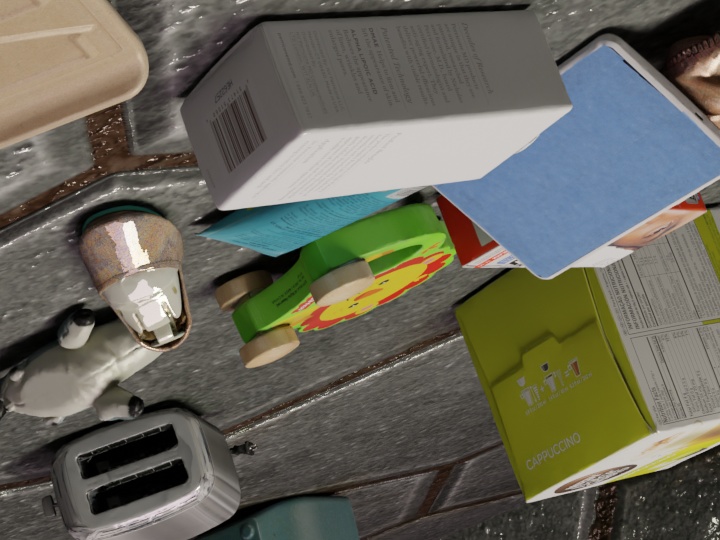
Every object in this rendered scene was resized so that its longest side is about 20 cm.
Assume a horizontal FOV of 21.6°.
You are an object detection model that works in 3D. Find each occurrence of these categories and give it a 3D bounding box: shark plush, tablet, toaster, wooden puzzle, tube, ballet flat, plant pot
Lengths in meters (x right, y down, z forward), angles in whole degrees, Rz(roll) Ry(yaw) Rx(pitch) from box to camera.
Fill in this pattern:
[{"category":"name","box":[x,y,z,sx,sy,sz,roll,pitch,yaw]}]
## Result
[{"category":"shark plush","box":[-0.224,0.085,1.455,0.200,0.091,0.083,-33,-169,30]},{"category":"tablet","box":[0.145,-0.072,1.278,0.200,0.130,0.014,-34,-158,45]},{"category":"toaster","box":[-0.200,0.200,1.800,0.200,0.114,0.129,-18,163,3]},{"category":"wooden puzzle","box":[-0.207,-0.104,0.834,0.185,0.046,0.200,-21,161,5]},{"category":"tube","box":[-0.017,-0.051,1.256,0.200,0.050,0.077,-27,146,38]},{"category":"ballet flat","box":[-0.142,0.013,1.280,0.068,0.067,0.200,-19,165,-1]},{"category":"plant pot","box":[-0.123,0.415,2.539,0.196,0.196,0.200,-26,156,23]}]

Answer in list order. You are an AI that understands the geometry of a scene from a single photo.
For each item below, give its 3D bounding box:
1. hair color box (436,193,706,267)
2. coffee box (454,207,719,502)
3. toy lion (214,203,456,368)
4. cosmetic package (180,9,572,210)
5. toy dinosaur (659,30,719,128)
[{"category":"hair color box","box":[0.165,-0.050,1.452,0.111,0.064,0.200,-31,163,35]},{"category":"coffee box","box":[0.242,0.077,1.734,0.198,0.200,0.200,-8,161,-36]},{"category":"toy lion","box":[0.000,0.000,1.446,0.192,0.069,0.200,-18,167,-34]},{"category":"cosmetic package","box":[0.011,-0.094,1.083,0.200,0.074,0.102,-10,163,-38]},{"category":"toy dinosaur","box":[0.224,-0.119,1.258,0.135,0.086,0.200,11,150,5]}]
